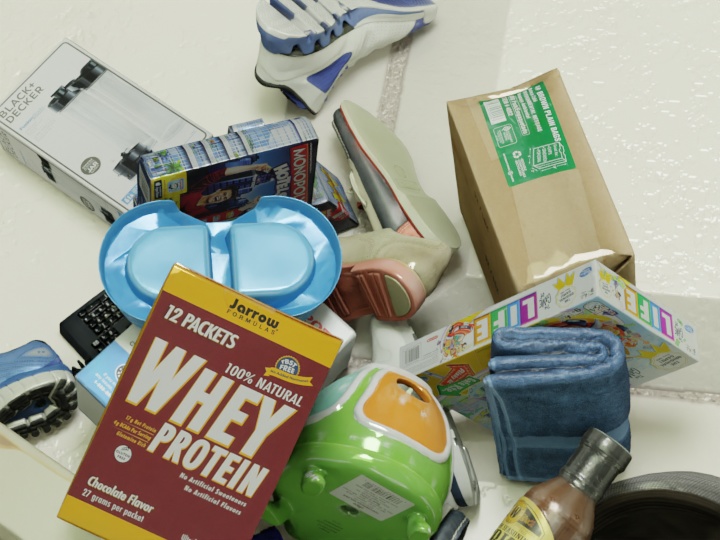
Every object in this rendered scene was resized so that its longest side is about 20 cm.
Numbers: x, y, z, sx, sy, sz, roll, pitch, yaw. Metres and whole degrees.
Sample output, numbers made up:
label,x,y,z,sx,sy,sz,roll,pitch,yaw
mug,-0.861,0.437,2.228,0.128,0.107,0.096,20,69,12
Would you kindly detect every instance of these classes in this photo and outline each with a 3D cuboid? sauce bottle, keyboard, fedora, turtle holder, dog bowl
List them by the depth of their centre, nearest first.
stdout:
label,x,y,z,sx,sy,sz,roll,pitch,yaw
sauce bottle,0.133,0.210,1.348,0.065,0.065,0.200,33,79,24
fedora,0.243,0.250,1.372,0.199,0.090,0.177,0,58,23
turtle holder,0.004,0.158,1.399,0.141,0.186,0.132,14,57,7
dog bowl,-0.116,0.000,1.469,0.199,0.050,0.112,-3,65,-7
keyboard,-0.193,0.093,1.561,0.104,0.040,0.200,-41,62,-14

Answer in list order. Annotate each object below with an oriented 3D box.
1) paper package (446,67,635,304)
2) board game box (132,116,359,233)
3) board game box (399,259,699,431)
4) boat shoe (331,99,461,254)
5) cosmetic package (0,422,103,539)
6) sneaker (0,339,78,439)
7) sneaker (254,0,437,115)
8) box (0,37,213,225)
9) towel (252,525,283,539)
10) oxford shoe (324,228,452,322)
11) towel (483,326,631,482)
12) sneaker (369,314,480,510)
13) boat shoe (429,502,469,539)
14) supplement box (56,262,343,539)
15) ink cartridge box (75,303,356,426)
label,x,y,z,sx,sy,sz,roll,pitch,yaw
paper package,0.154,-0.032,1.485,0.103,0.191,0.200,-16,59,-2
board game box,-0.099,-0.067,1.569,0.199,0.200,0.062,-16,60,-16
board game box,0.149,0.067,1.409,0.200,0.134,0.034,-27,49,37
boat shoe,0.020,-0.072,1.603,0.063,0.071,0.200,-48,56,27
cosmetic package,-0.250,0.211,1.470,0.200,0.105,0.071,31,69,21
sneaker,-0.349,0.124,1.559,0.200,0.079,0.089,-24,46,-8
sneaker,-0.031,-0.217,1.683,0.199,0.115,0.081,-21,58,-37
box,-0.242,-0.121,1.673,0.200,0.060,0.117,35,72,24
towel,-0.074,0.321,1.389,0.148,0.050,0.200,-39,62,18
oxford shoe,0.000,0.000,1.539,0.200,0.071,0.074,9,41,47
towel,0.158,0.113,1.400,0.111,0.200,0.049,-1,57,9
sneaker,0.034,0.119,1.494,0.080,0.076,0.200,-23,58,8
boat shoe,0.052,0.283,1.396,0.062,0.075,0.200,17,68,18
supplement box,-0.121,0.110,1.321,0.132,0.200,0.198,25,86,-5
ink cartridge box,-0.122,0.084,1.504,0.144,0.085,0.200,42,68,12
